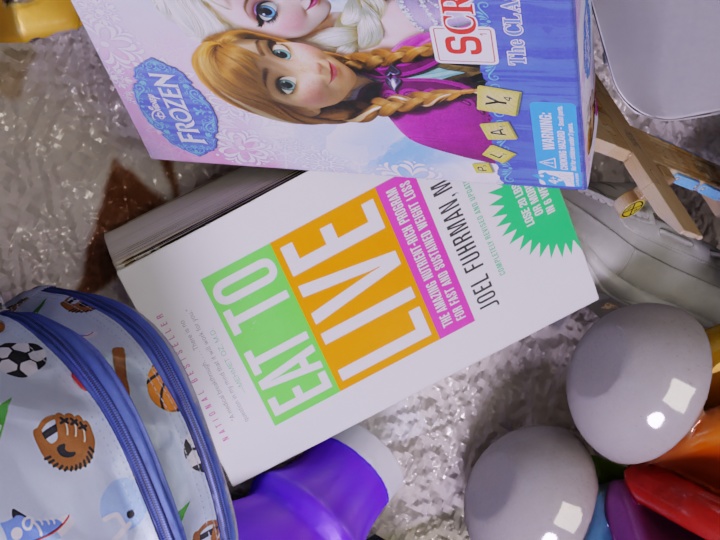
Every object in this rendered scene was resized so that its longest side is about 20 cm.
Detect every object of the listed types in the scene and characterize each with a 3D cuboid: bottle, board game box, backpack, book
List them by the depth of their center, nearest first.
[{"bbox_3d":[-0.012,-0.105,0.591,0.200,0.198,0.041,70,28,-59],"label":"board game box"},{"bbox_3d":[-0.135,0.097,0.607,0.154,0.190,0.201,-30,110,-23],"label":"backpack"},{"bbox_3d":[-0.057,0.154,0.721,0.200,0.083,0.065,-47,161,-29],"label":"bottle"},{"bbox_3d":[0.000,0.000,0.723,0.199,0.048,0.134,-28,116,-4],"label":"book"}]

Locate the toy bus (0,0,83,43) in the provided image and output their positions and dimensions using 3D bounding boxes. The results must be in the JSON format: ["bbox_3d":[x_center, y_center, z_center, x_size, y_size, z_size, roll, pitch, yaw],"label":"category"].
[{"bbox_3d":[-0.143,-0.198,0.631,0.078,0.065,0.201,-19,106,-28],"label":"toy bus"}]

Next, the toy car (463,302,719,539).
[{"bbox_3d":[0.166,0.128,0.789,0.174,0.150,0.200,24,116,-31],"label":"toy car"}]

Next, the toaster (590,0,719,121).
[{"bbox_3d":[0.203,-0.137,0.641,0.181,0.199,0.120,-22,101,-63],"label":"toaster"}]

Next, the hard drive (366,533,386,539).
[{"bbox_3d":[-0.042,0.245,0.773,0.199,0.033,0.140,-31,111,-23],"label":"hard drive"}]

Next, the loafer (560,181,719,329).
[{"bbox_3d":[0.127,-0.018,0.817,0.199,0.070,0.070,31,67,-31],"label":"loafer"}]

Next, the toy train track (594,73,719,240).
[{"bbox_3d":[0.143,-0.049,0.775,0.032,0.115,0.199,-40,152,25],"label":"toy train track"}]
